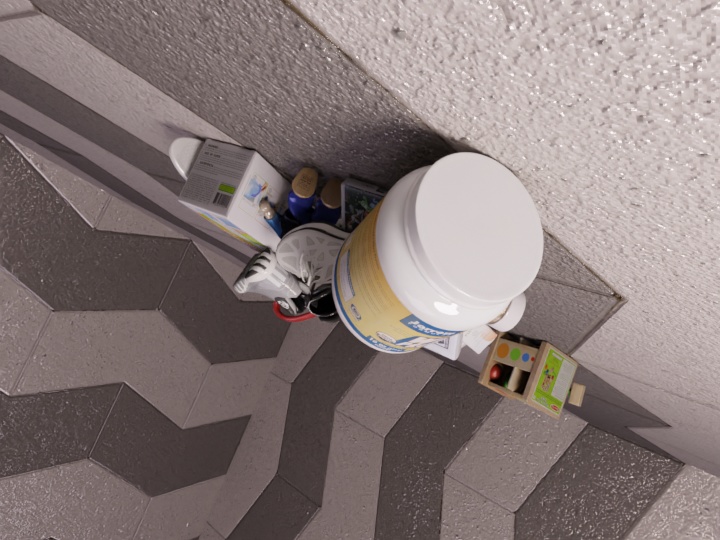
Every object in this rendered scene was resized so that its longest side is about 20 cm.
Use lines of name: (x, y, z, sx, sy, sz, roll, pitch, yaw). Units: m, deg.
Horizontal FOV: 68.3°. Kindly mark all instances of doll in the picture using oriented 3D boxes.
doll: (-0.081, -0.067, 0.755, 0.133, 0.050, 0.201, 19, 152, -6)

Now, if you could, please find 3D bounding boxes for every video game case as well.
video game case: (0.054, 0.000, 0.671, 0.178, 0.023, 0.205, 21, 130, 25)

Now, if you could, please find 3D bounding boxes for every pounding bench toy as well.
pounding bench toy: (0.381, 0.235, 1.171, 0.197, 0.127, 0.154, 30, 170, -32)

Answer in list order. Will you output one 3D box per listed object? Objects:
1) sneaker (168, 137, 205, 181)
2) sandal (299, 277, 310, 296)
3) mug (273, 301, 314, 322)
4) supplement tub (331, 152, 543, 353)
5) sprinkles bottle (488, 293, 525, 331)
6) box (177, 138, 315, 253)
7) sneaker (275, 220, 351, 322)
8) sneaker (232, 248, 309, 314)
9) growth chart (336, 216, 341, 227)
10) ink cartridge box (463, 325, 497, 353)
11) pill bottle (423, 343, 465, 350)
sneaker: (-0.255, -0.154, 0.863, 0.097, 0.073, 0.199, 14, 171, 30)
sandal: (-0.074, 0.021, 0.895, 0.050, 0.083, 0.201, 44, 163, -23)
mug: (-0.110, 0.029, 1.242, 0.195, 0.183, 0.133, 16, -161, 22)
supplement tub: (0.062, -0.008, 0.506, 0.142, 0.148, 0.200, 26, 156, -11)
sprinkles bottle: (0.141, 0.015, 0.753, 0.196, 0.070, 0.068, 29, 170, -17)
box: (-0.164, -0.099, 0.829, 0.110, 0.104, 0.200, 19, 169, 30)
sneaker: (-0.053, 0.000, 0.654, 0.196, 0.115, 0.078, 6, 123, 35)
sneaker: (-0.141, 0.031, 0.872, 0.115, 0.076, 0.199, 39, 167, -14)
growth chart: (-0.008, -0.038, 0.780, 0.199, 0.017, 0.149, 13, 125, 63)
ink cartridge box: (0.116, 0.031, 0.816, 0.163, 0.050, 0.200, 51, -174, 39)
pill bottle: (0.157, 0.105, 1.074, 0.111, 0.116, 0.200, 24, 172, 0)
